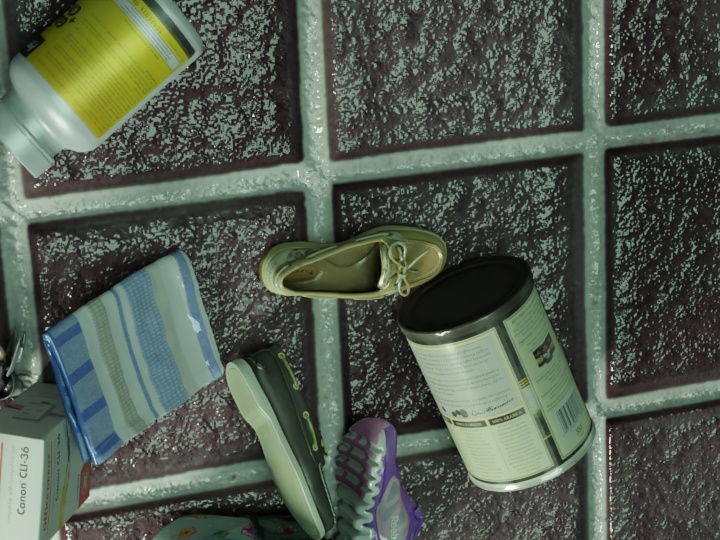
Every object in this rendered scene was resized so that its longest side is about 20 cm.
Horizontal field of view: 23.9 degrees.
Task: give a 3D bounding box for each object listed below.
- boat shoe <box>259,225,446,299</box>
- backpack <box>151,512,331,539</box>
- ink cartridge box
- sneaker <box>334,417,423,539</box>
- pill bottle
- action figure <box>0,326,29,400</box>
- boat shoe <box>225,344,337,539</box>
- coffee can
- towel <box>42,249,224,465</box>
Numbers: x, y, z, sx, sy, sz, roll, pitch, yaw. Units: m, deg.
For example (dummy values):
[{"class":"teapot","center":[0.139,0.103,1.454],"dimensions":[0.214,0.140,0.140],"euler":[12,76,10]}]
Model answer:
[{"class":"boat shoe","center":[0.000,0.000,1.730],"dimensions":[0.200,0.063,0.073],"euler":[-9,107,-18]},{"class":"backpack","center":[-0.128,0.340,1.731],"dimensions":[0.200,0.153,0.176],"euler":[11,104,-20]},{"class":"ink cartridge box","center":[-0.311,0.189,1.594],"dimensions":[0.067,0.200,0.117],"euler":[7,104,8]},{"class":"sneaker","center":[0.025,0.247,1.804],"dimensions":[0.088,0.080,0.200],"euler":[-5,111,-25]},{"class":"pill bottle","center":[-0.251,-0.181,1.565],"dimensions":[0.200,0.112,0.112],"euler":[-42,114,-5]},{"class":"action figure","center":[-0.402,0.085,1.611],"dimensions":[0.200,0.069,0.130],"euler":[20,90,-34]},{"class":"boat shoe","center":[-0.067,0.173,1.726],"dimensions":[0.061,0.072,0.201],"euler":[-26,92,-27]},{"class":"coffee can","center":[0.142,0.107,1.764],"dimensions":[0.146,0.146,0.200],"euler":[-29,112,-10]},{"class":"towel","center":[-0.214,0.081,1.642],"dimensions":[0.200,0.024,0.147],"euler":[-35,117,-46]}]
